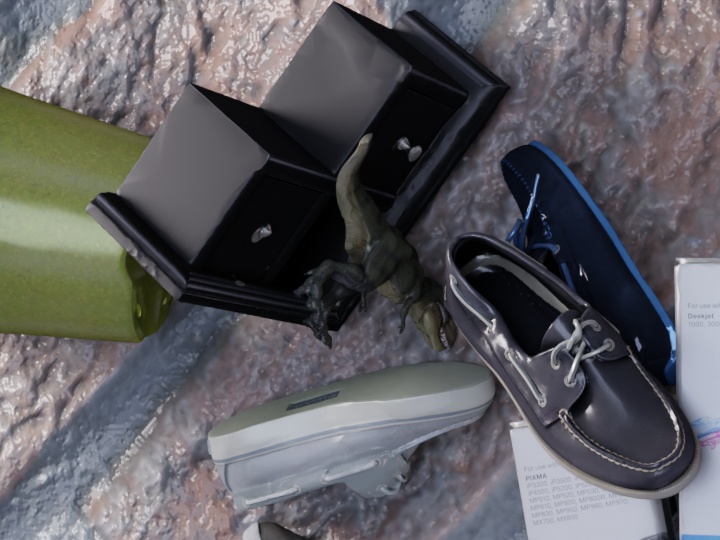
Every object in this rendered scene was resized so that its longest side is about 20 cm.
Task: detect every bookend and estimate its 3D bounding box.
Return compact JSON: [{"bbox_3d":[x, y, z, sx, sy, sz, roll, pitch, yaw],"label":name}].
[{"bbox_3d":[-0.034,-0.076,1.272,0.092,0.198,0.201,41,102,26],"label":"bookend"}]

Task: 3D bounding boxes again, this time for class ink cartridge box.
[{"bbox_3d":[0.159,0.181,1.225,0.082,0.147,0.202,-11,86,18],"label":"ink cartridge box"},{"bbox_3d":[0.237,0.093,1.198,0.084,0.144,0.202,-3,88,21],"label":"ink cartridge box"}]

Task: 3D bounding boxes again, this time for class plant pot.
[{"bbox_3d":[-0.215,-0.033,1.365,0.182,0.200,0.203,11,93,9],"label":"plant pot"}]

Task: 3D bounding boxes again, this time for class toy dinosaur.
[{"bbox_3d":[0.000,0.000,1.270,0.088,0.200,0.047,-42,53,-10],"label":"toy dinosaur"}]

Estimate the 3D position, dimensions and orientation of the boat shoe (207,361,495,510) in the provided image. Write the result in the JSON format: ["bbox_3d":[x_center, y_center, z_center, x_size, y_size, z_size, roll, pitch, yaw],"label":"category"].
[{"bbox_3d":[0.000,0.111,1.338,0.199,0.070,0.072,-15,103,19],"label":"boat shoe"}]

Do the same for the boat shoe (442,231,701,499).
[{"bbox_3d":[0.111,0.050,1.151,0.072,0.063,0.200,-38,53,-9],"label":"boat shoe"}]

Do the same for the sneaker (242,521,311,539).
[{"bbox_3d":[0.015,0.211,1.334,0.199,0.077,0.082,33,73,18],"label":"sneaker"}]

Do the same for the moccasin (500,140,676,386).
[{"bbox_3d":[0.124,-0.003,1.243,0.068,0.081,0.201,-29,45,0],"label":"moccasin"}]
